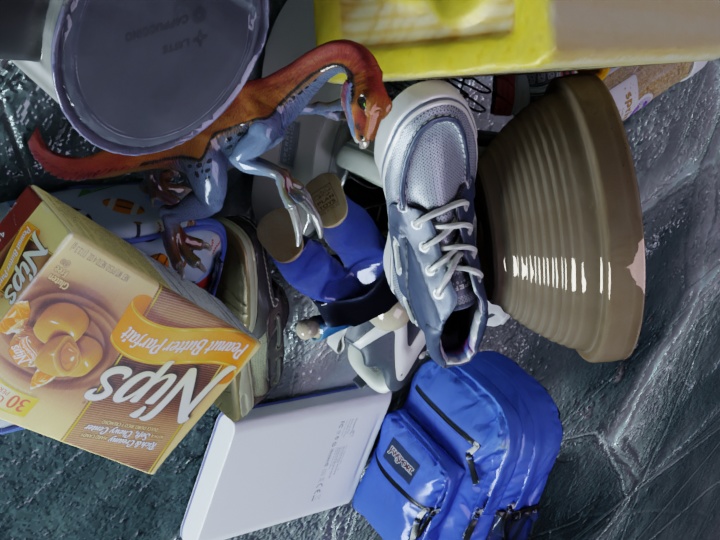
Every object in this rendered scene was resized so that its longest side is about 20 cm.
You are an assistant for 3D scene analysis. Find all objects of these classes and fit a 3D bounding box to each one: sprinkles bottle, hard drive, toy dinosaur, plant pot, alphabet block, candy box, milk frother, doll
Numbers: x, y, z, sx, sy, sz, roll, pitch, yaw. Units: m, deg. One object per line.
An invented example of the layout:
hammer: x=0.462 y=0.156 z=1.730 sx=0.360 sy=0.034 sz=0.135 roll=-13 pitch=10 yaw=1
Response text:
sprinkles bottle: x=0.236 y=-0.173 z=1.112 sx=0.199 sy=0.068 sz=0.069 roll=-34 pitch=141 yaw=-24
hard drive: x=-0.064 y=0.174 z=1.099 sx=0.198 sy=0.025 sz=0.133 roll=-5 pitch=123 yaw=-47
toy dinosaur: x=-0.071 y=-0.076 z=0.709 sx=0.198 sy=0.106 sz=0.182 roll=13 pitch=138 yaw=-30
plant pot: x=0.129 y=-0.032 z=0.849 sx=0.091 sy=0.202 sz=0.203 roll=-8 pitch=134 yaw=-3
alphabet block: x=0.100 y=-0.221 z=0.757 sx=0.198 sy=0.195 sz=0.199 roll=-10 pitch=98 yaw=-43
candy box: x=-0.159 y=0.044 z=0.730 sx=0.116 sy=0.055 sz=0.200 roll=-49 pitch=146 yaw=2
milk frother: x=-0.170 y=-0.107 z=0.601 sx=0.179 sy=0.188 sz=0.202 roll=-25 pitch=137 yaw=-32
doll: x=0.000 y=0.000 z=0.903 sx=0.136 sy=0.049 sz=0.200 roll=-37 pitch=149 yaw=2

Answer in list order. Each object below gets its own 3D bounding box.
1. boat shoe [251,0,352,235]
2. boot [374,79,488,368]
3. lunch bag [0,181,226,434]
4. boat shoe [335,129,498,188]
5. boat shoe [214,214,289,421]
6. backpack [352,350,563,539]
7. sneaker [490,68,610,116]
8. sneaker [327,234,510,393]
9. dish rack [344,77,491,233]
boat shoe: x=-0.027 y=-0.118 z=0.865 sx=0.068 sy=0.071 sz=0.203 roll=-38 pitch=141 yaw=-55
boot: x=0.057 y=-0.026 z=0.796 sx=0.072 sy=0.091 sz=0.201 roll=-19 pitch=143 yaw=-10
lunch bag: x=-0.181 y=0.027 z=0.802 sx=0.198 sy=0.075 sz=0.162 roll=-10 pitch=129 yaw=-43
boat shoe: x=0.054 y=-0.090 z=0.893 sx=0.200 sy=0.070 sz=0.072 roll=3 pitch=109 yaw=-55
boat shoe: x=-0.088 y=0.030 z=0.918 sx=0.066 sy=0.071 sz=0.203 roll=-33 pitch=146 yaw=-33
backpack: x=0.098 y=0.188 z=1.178 sx=0.166 sy=0.162 sz=0.202 roll=-1 pitch=122 yaw=-47
sneaker: x=0.169 y=-0.177 z=0.984 sx=0.201 sy=0.081 sz=0.079 roll=-58 pitch=156 yaw=-45
sneaker: x=0.046 y=0.052 z=1.077 sx=0.198 sy=0.079 sz=0.131 roll=15 pitch=109 yaw=-53
dish rack: x=0.049 y=-0.135 z=0.942 sx=0.152 sy=0.054 sz=0.202 roll=-18 pitch=132 yaw=-40
